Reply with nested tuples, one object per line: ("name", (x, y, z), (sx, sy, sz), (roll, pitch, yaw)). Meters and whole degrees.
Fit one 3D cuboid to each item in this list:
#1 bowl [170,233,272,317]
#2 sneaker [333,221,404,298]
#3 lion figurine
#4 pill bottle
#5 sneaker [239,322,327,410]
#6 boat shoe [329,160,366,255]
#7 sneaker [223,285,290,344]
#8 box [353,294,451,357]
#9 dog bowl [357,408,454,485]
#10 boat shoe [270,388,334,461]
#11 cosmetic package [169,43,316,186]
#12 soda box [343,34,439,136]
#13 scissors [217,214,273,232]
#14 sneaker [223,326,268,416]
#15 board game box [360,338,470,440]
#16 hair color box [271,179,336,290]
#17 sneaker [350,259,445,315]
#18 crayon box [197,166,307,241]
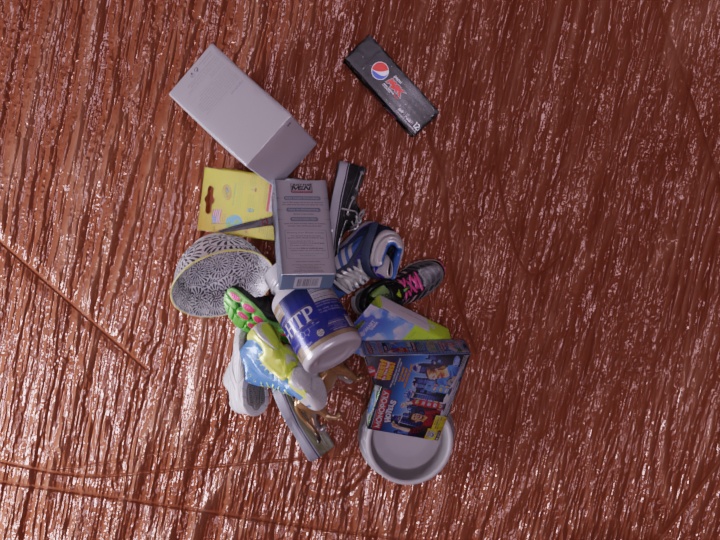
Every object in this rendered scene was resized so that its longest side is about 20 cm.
("bowl", (-0.271, -0.007, 1.676), (0.200, 0.201, 0.094), (-21, 56, -2))
("sneaker", (0.000, 0.000, 1.682), (0.081, 0.146, 0.200), (41, 89, -32))
("lion figurine", (-0.077, 0.216, 1.690), (0.122, 0.072, 0.201), (34, 69, -19))
("pill bottle", (-0.094, 0.076, 1.634), (0.119, 0.120, 0.200), (-32, 68, 0))
("sneaker", (-0.150, 0.196, 1.652), (0.105, 0.076, 0.200), (-44, 78, 28))
("boat shoe", (-0.028, -0.111, 1.698), (0.068, 0.074, 0.200), (12, 69, -5))
("sneaker", (-0.180, 0.081, 1.704), (0.200, 0.084, 0.077), (33, 132, -31))
("box", (0.063, 0.129, 1.707), (0.199, 0.048, 0.122), (27, 119, -25))
("dog bowl", (0.096, 0.337, 1.776), (0.199, 0.059, 0.201), (0, 95, -4))
("boat shoe", (-0.116, 0.287, 1.739), (0.062, 0.072, 0.201), (-29, 120, -6))
("cosmetic package", (-0.206, -0.271, 1.593), (0.200, 0.199, 0.123), (41, 92, 12))
("soda box", (0.059, -0.353, 1.698), (0.071, 0.063, 0.200), (-43, 98, 0))
("scissors", (-0.170, -0.100, 1.683), (0.199, 0.014, 0.074), (4, 96, -3))
("sneaker", (-0.234, 0.185, 1.727), (0.078, 0.099, 0.201), (14, 70, -40))
("board game box", (0.082, 0.212, 1.686), (0.199, 0.062, 0.201), (13, 111, -13))
("hair color box", (-0.105, -0.067, 1.608), (0.098, 0.061, 0.201), (-1, 62, -12))
("sneaker", (0.078, 0.039, 1.728), (0.199, 0.087, 0.074), (-22, 97, -2))
("crayon box", (-0.207, -0.127, 1.708), (0.199, 0.051, 0.128), (8, 95, -6))
